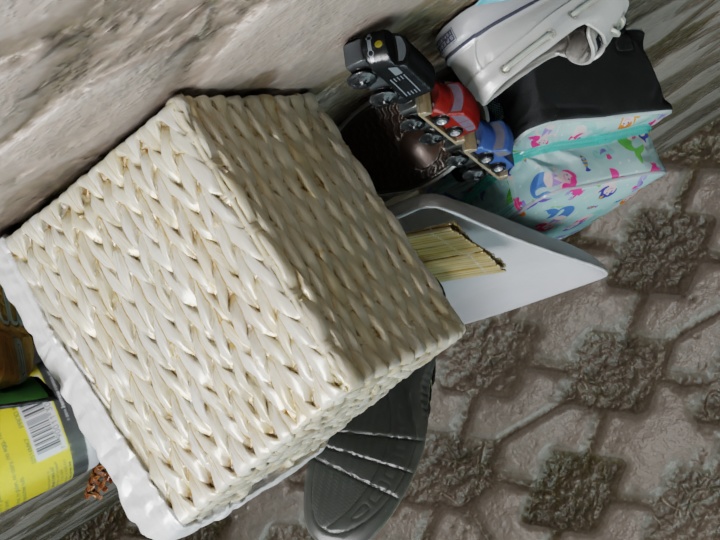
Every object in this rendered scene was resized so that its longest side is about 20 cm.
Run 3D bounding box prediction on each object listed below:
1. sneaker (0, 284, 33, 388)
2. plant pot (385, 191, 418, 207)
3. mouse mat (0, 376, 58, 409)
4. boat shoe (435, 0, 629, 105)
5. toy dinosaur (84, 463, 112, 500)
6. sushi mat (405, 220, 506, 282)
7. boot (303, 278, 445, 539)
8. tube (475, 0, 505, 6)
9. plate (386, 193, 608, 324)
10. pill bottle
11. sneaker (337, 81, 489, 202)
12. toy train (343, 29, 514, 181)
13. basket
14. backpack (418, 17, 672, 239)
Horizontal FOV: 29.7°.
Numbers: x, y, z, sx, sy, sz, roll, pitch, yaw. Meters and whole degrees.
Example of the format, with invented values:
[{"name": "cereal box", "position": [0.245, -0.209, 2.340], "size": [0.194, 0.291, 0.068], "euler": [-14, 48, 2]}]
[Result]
[{"name": "sneaker", "position": [-0.254, 0.038, 0.753], "size": [0.086, 0.077, 0.200], "euler": [-15, 174, 12]}, {"name": "plant pot", "position": [0.087, -0.074, 1.273], "size": [0.199, 0.094, 0.201], "euler": [-30, 174, -3]}, {"name": "mouse mat", "position": [-0.262, 0.079, 0.789], "size": [0.158, 0.008, 0.200], "euler": [-7, -178, -17]}, {"name": "boat shoe", "position": [0.146, -0.173, 0.921], "size": [0.198, 0.066, 0.072], "euler": [-28, 173, -25]}, {"name": "toy dinosaur", "position": [-0.135, 0.099, 0.977], "size": [0.101, 0.137, 0.201], "euler": [-2, 135, -28]}, {"name": "sushi mat", "position": [0.000, 0.000, 0.989], "size": [0.197, 0.012, 0.096], "euler": [-11, 155, 26]}, {"name": "boot", "position": [0.010, 0.117, 0.986], "size": [0.154, 0.072, 0.206], "euler": [99, 9, -67]}, {"name": "tube", "position": [0.167, -0.210, 0.862], "size": [0.198, 0.051, 0.078], "euler": [-22, 166, -28]}, {"name": "plate", "position": [0.054, -0.007, 1.035], "size": [0.198, 0.033, 0.199], "euler": [18, 153, -38]}, {"name": "pill bottle", "position": [-0.288, 0.123, 0.928], "size": [0.198, 0.115, 0.114], "euler": [-23, 171, -24]}, {"name": "sneaker", "position": [0.005, -0.083, 0.998], "size": [0.198, 0.074, 0.085], "euler": [-26, -174, 16]}, {"name": "toy train", "position": [0.052, -0.103, 0.865], "size": [0.045, 0.035, 0.199], "euler": [-18, 155, 24]}, {"name": "basket", "position": [-0.070, 0.019, 0.802], "size": [0.160, 0.202, 0.198], "euler": [-35, 172, 24]}, {"name": "backpack", "position": [0.133, -0.100, 1.077], "size": [0.176, 0.153, 0.199], "euler": [-11, 172, -34]}]
